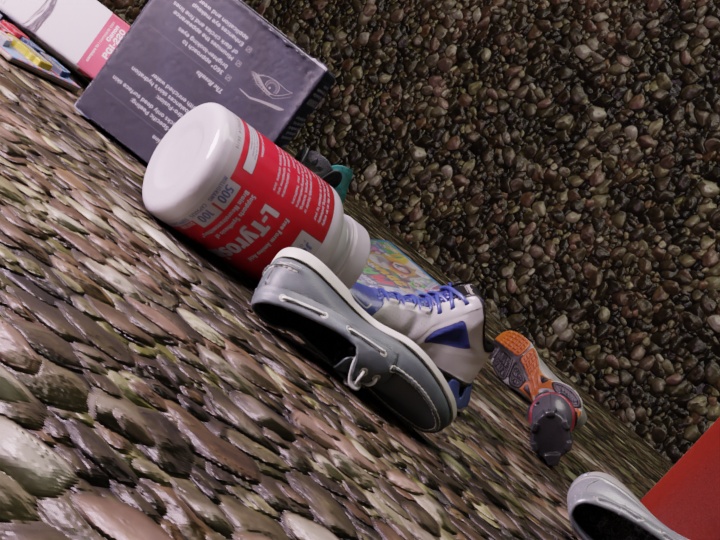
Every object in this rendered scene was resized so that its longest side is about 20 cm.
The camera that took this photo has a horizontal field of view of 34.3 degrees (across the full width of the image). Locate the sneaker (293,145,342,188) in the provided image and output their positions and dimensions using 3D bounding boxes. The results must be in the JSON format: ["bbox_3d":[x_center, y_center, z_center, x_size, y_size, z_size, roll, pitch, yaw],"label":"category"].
[{"bbox_3d":[-0.085,-0.098,1.420,0.075,0.114,0.200,37,1,7],"label":"sneaker"}]

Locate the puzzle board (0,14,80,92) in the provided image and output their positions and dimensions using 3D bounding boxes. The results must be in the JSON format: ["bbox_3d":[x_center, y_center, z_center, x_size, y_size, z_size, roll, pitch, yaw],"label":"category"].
[{"bbox_3d":[-0.415,-0.277,1.303,0.199,0.017,0.151,39,5,14],"label":"puzzle board"}]

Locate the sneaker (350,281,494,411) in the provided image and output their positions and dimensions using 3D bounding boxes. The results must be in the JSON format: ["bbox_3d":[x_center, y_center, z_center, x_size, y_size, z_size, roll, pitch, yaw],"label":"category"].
[{"bbox_3d":[0.064,0.047,1.215,0.199,0.116,0.081,36,4,-20],"label":"sneaker"}]

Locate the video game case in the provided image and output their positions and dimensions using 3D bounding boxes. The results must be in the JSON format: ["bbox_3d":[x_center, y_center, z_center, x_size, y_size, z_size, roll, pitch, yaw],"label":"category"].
[{"bbox_3d":[0.000,0.000,1.356,0.199,0.018,0.143,4,29,-43],"label":"video game case"}]

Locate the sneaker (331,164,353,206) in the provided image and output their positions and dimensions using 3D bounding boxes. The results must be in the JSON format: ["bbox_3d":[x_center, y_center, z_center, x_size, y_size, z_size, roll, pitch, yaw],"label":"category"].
[{"bbox_3d":[-0.038,-0.079,1.577,0.199,0.121,0.084,39,5,13],"label":"sneaker"}]

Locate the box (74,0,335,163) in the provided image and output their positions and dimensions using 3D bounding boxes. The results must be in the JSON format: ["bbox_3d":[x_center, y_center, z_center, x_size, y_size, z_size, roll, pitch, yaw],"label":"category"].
[{"bbox_3d":[-0.164,-0.193,1.265,0.196,0.201,0.117,38,6,0],"label":"box"}]

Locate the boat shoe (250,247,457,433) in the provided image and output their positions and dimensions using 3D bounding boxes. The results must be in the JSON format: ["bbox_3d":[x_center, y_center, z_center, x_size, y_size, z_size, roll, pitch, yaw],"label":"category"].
[{"bbox_3d":[-0.008,0.070,0.943,0.200,0.073,0.062,44,47,-7],"label":"boat shoe"}]

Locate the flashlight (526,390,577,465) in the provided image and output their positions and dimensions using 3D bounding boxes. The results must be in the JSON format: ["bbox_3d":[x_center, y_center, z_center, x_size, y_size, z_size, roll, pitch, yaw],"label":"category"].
[{"bbox_3d":[0.235,0.187,1.438,0.068,0.068,0.200,39,5,9],"label":"flashlight"}]

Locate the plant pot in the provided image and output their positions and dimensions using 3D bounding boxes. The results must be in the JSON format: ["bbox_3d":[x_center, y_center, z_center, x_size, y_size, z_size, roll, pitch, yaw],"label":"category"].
[{"bbox_3d":[0.430,0.294,1.228,0.199,0.201,0.176,36,16,-10],"label":"plant pot"}]

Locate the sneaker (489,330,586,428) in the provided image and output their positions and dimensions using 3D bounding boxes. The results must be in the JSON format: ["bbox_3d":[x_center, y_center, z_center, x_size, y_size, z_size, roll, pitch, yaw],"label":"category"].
[{"bbox_3d":[0.281,0.181,1.849,0.200,0.076,0.092,51,4,33],"label":"sneaker"}]

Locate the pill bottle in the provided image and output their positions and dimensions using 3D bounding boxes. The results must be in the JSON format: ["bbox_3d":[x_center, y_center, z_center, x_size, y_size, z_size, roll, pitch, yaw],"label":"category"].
[{"bbox_3d":[-0.088,-0.053,1.053,0.199,0.113,0.112,34,6,-34],"label":"pill bottle"}]

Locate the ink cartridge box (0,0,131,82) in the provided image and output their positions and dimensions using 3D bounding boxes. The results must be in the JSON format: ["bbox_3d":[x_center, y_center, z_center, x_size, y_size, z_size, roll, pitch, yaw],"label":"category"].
[{"bbox_3d":[-0.381,-0.319,1.453,0.199,0.085,0.146,35,-2,-17],"label":"ink cartridge box"}]

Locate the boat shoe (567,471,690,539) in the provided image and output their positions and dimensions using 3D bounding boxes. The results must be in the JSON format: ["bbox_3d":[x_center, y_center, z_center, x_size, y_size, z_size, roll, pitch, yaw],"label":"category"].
[{"bbox_3d":[0.262,0.263,1.032,0.200,0.070,0.071,39,23,8],"label":"boat shoe"}]
